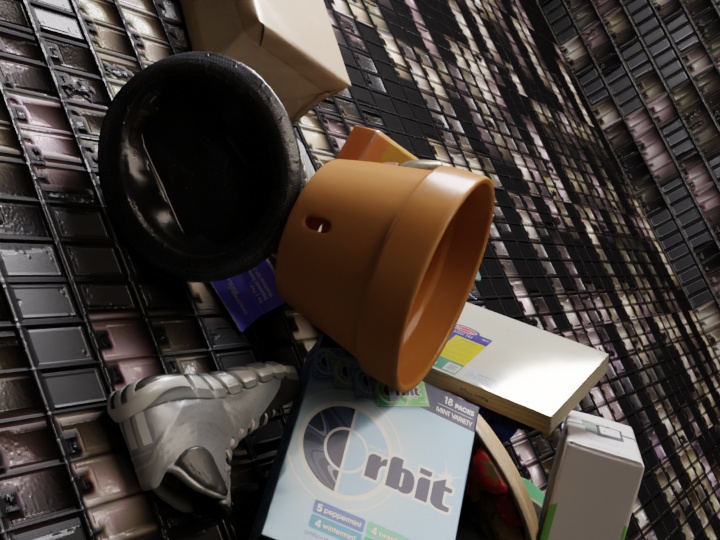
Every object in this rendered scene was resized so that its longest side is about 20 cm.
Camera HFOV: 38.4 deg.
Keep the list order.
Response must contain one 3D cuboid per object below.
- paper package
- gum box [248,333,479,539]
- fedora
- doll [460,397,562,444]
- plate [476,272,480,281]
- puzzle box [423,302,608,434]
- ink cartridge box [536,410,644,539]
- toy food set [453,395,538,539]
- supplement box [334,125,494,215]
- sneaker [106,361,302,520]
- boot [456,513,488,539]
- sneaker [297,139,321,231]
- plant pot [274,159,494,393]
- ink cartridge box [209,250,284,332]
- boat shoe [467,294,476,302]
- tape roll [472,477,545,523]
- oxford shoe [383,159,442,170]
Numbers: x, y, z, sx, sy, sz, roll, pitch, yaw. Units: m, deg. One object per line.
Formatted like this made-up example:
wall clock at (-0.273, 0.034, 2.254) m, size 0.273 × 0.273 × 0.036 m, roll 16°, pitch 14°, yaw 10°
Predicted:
paper package at (-0.120, -0.306, 1.245) m, size 0.190 × 0.103 × 0.201 m, roll 23°, pitch 43°, yaw -52°
gum box at (0.009, 0.179, 0.912) m, size 0.169 × 0.045 × 0.201 m, roll 25°, pitch 53°, yaw -12°
fedora at (-0.137, -0.091, 0.933) m, size 0.202 × 0.200 × 0.092 m, roll 61°, pitch 7°, yaw 2°
doll at (0.172, 0.146, 1.195) m, size 0.137 × 0.199 × 0.048 m, roll 54°, pitch 11°, yaw -10°
plate at (0.095, -0.062, 1.393) m, size 0.200 × 0.026 × 0.200 m, roll 40°, pitch 10°, yaw -8°
puzzle box at (0.153, 0.100, 1.131) m, size 0.133 × 0.199 × 0.026 m, roll -35°, pitch 133°, yaw -41°
ink cartridge box at (0.247, 0.247, 1.132) m, size 0.200 × 0.083 × 0.147 m, roll -7°, pitch 112°, yaw -78°
toy food set at (0.121, 0.220, 1.100) m, size 0.198 × 0.048 × 0.201 m, roll 51°, pitch -16°, yaw 43°
supplement box at (0.064, -0.094, 1.242) m, size 0.199 × 0.067 × 0.069 m, roll 32°, pitch -2°, yaw -27°
sneaker at (-0.113, 0.142, 0.840) m, size 0.199 × 0.075 × 0.116 m, roll -1°, pitch 69°, yaw -51°
boot at (0.055, 0.246, 1.020) m, size 0.169 × 0.076 × 0.200 m, roll 60°, pitch 19°, yaw 9°
sneaker at (-0.062, -0.062, 1.050) m, size 0.099 × 0.077 × 0.201 m, roll -47°, pitch 118°, yaw -70°
plant pot at (0.017, -0.011, 0.917) m, size 0.139 × 0.202 × 0.200 m, roll 23°, pitch 18°, yaw 18°
ink cartridge box at (-0.120, -0.061, 1.058) m, size 0.199 × 0.043 × 0.200 m, roll 58°, pitch 26°, yaw -8°
boat shoe at (0.105, 0.016, 1.345) m, size 0.201 × 0.084 × 0.069 m, roll 60°, pitch 35°, yaw -6°
tape roll at (0.202, 0.347, 1.224) m, size 0.200 × 0.048 × 0.201 m, roll 43°, pitch 31°, yaw -34°
oxford shoe at (0.075, -0.027, 1.124) m, size 0.071 × 0.074 × 0.201 m, roll -80°, pitch 159°, yaw -55°
